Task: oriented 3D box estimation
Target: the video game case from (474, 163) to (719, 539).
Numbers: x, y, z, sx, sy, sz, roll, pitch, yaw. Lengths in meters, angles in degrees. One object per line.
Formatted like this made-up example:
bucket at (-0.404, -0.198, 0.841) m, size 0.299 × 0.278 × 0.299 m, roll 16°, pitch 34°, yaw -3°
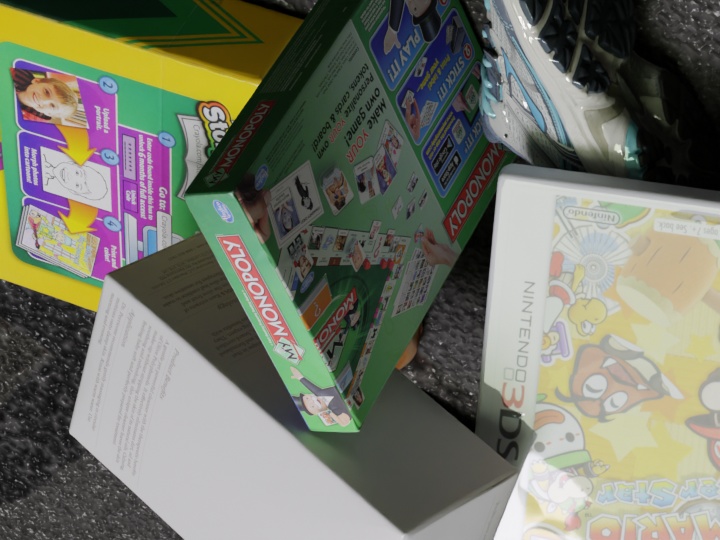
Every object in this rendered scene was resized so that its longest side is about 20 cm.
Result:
video game case at (0.151, 0.054, 1.068) m, size 0.199 × 0.023 × 0.183 m, roll 8°, pitch 108°, yaw 12°

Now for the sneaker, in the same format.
sneaker at (0.080, -0.091, 1.075) m, size 0.086 × 0.078 × 0.200 m, roll -7°, pitch 127°, yaw 38°

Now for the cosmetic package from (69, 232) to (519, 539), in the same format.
cosmetic package at (-0.036, 0.084, 1.109) m, size 0.200 × 0.085 × 0.108 m, roll 39°, pitch 131°, yaw 24°

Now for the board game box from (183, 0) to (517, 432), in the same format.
board game box at (0.003, -0.046, 1.066) m, size 0.029 × 0.200 × 0.135 m, roll -2°, pitch 130°, yaw 33°

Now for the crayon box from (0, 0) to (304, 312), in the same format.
crayon box at (-0.117, -0.061, 1.229) m, size 0.172 × 0.058 × 0.201 m, roll 18°, pitch 137°, yaw 12°

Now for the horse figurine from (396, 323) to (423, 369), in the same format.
horse figurine at (0.000, 0.000, 1.198) m, size 0.050 × 0.132 × 0.201 m, roll 54°, pitch 138°, yaw 36°
